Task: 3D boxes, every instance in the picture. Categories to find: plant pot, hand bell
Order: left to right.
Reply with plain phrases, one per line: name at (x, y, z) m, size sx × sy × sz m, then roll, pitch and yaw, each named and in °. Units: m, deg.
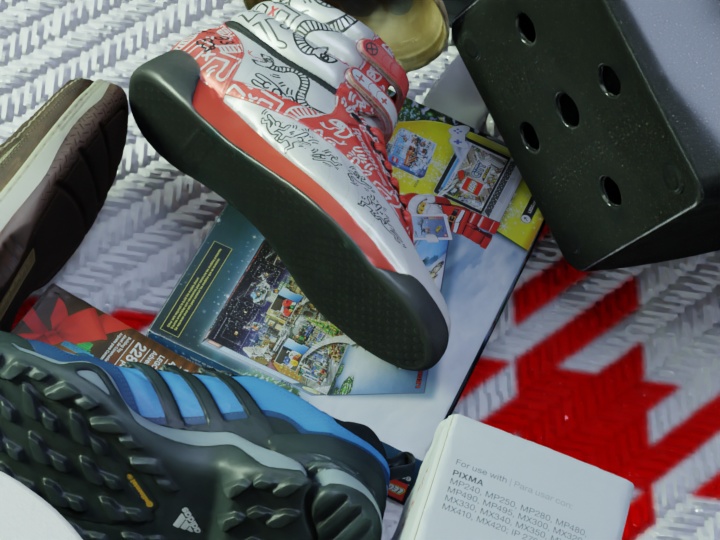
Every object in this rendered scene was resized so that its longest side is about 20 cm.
hand bell at (0.017, -0.207, 1.269) m, size 0.104 × 0.104 × 0.201 m, roll 17°, pitch 62°, yaw -1°
plant pot at (0.163, -0.107, 1.200) m, size 0.177 × 0.200 × 0.200 m, roll -25°, pitch 87°, yaw -25°

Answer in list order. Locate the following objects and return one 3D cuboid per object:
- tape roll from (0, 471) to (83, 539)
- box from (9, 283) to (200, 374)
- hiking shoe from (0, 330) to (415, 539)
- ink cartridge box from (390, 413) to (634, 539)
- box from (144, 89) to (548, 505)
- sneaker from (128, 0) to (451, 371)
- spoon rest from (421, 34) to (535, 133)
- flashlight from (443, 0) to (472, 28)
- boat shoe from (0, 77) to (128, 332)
tape roll at (-0.184, 0.166, 0.977) m, size 0.202 × 0.037 × 0.204 m, roll 1°, pitch 67°, yaw -3°
box at (-0.126, 0.109, 1.076) m, size 0.136 × 0.039 × 0.200 m, roll 29°, pitch 50°, yaw 8°
hiking shoe at (-0.081, 0.073, 1.060) m, size 0.199 × 0.075 × 0.087 m, roll 22°, pitch 25°, yaw 3°
ink cartridge box at (0.031, 0.180, 0.990) m, size 0.082 × 0.146 × 0.201 m, roll 20°, pitch 49°, yaw 0°
box at (0.000, 0.000, 1.202) m, size 0.136 × 0.038 × 0.200 m, roll 25°, pitch 49°, yaw 6°
sneaker at (-0.003, -0.050, 1.170) m, size 0.108 × 0.067 × 0.201 m, roll -34°, pitch 63°, yaw -30°
spoon rest at (0.115, -0.127, 1.323) m, size 0.099 × 0.061 × 0.200 m, roll 40°, pitch 53°, yaw 21°
flashlight at (-0.026, -0.176, 1.327) m, size 0.199 × 0.068 × 0.068 m, roll 12°, pitch 28°, yaw 1°
boat shoe at (-0.174, -0.022, 1.152) m, size 0.075 × 0.075 × 0.203 m, roll 20°, pitch 48°, yaw 11°
